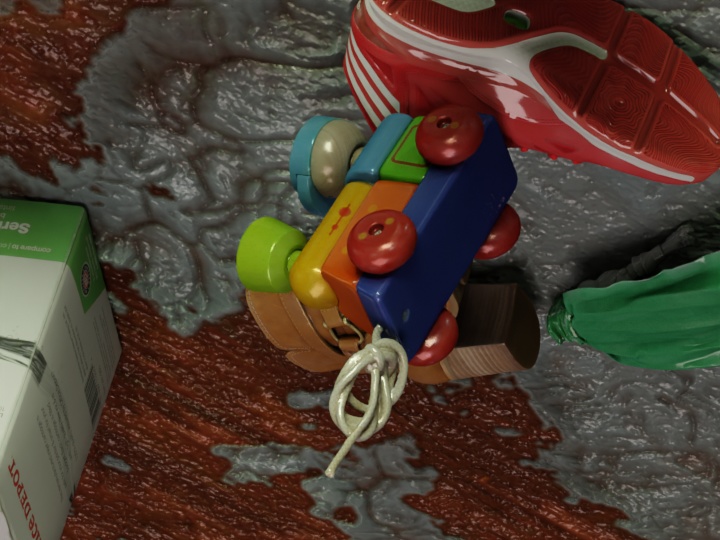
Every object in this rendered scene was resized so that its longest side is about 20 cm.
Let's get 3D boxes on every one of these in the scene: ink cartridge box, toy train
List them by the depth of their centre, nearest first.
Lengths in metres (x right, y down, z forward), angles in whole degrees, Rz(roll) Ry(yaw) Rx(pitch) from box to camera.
[{"bbox_3d":[-0.014,0.004,0.972,0.115,0.201,0.085,11,145,34],"label":"toy train"},{"bbox_3d":[-0.216,0.079,1.209,0.083,0.201,0.147,6,141,10],"label":"ink cartridge box"}]

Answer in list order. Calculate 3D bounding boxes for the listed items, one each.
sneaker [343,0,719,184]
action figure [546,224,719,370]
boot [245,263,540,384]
[{"bbox_3d":[0.083,-0.087,1.025,0.199,0.079,0.116,30,150,0],"label":"sneaker"},{"bbox_3d":[0.186,0.017,1.119,0.199,0.055,0.118,-9,138,38],"label":"action figure"},{"bbox_3d":[0.000,0.000,1.148,0.153,0.074,0.201,-3,136,28],"label":"boot"}]
